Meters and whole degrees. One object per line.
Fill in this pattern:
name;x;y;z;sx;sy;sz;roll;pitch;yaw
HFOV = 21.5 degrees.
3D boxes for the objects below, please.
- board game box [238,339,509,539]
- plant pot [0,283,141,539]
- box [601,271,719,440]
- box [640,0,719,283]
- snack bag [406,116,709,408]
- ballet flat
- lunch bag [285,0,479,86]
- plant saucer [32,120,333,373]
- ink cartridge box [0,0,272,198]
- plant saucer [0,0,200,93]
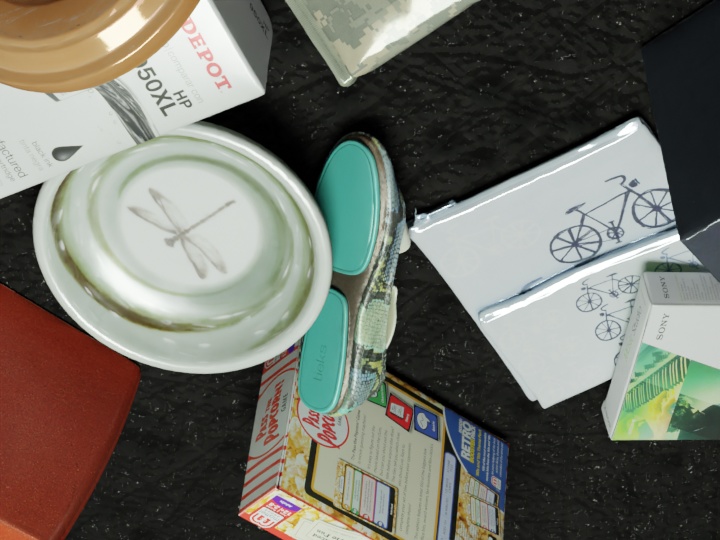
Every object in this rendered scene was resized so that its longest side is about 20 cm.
board game box;0.015;0.146;1.343;0.200;0.152;0.046;33;132;-24
plant pot;-0.294;0.136;1.316;0.200;0.176;0.200;34;121;-25
box;0.282;0.063;1.339;0.200;0.036;0.144;1;135;-7
box;0.272;-0.051;1.157;0.104;0.200;0.182;-32;123;23
snack bag;0.158;-0.003;1.310;0.188;0.021;0.200;-24;126;19
ballet flat;0.000;0.000;1.278;0.074;0.074;0.200;9;111;-8
lunch bag;0.009;-0.232;1.053;0.164;0.118;0.200;-32;96;25
plant saucer;-0.114;-0.024;1.258;0.200;0.050;0.200;5;126;6
ink cartridge box;-0.172;-0.147;1.144;0.200;0.084;0.145;-20;126;15
plant saucer;-0.167;-0.198;1.044;0.200;0.200;0.032;-24;165;18
